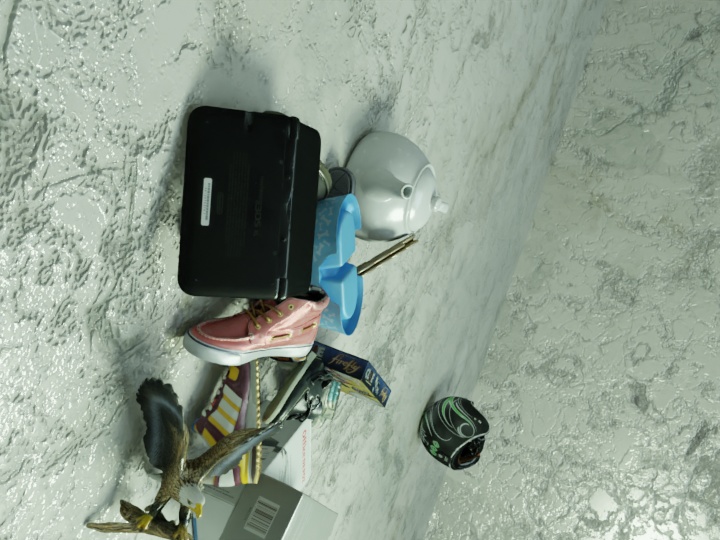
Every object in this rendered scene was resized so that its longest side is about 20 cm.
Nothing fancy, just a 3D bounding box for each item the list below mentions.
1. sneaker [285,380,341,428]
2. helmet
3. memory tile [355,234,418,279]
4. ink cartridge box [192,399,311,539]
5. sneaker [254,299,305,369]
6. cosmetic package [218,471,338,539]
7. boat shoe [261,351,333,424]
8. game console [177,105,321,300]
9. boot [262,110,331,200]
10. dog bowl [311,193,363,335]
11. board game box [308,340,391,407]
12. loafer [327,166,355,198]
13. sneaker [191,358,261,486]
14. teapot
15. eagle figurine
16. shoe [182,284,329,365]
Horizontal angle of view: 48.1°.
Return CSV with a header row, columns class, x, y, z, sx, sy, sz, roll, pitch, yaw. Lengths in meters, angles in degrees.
class,x,y,z,sx,sy,sz,roll,pitch,yaw
sneaker,-0.087,0.204,1.321,0.200,0.086,0.078,122,-14,-68
helmet,0.270,0.465,2.358,0.200,0.191,0.200,-21,136,-21
memory tile,0.000,0.000,1.289,0.017,0.153,0.200,60,35,-1
ink cartridge box,-0.157,0.313,1.196,0.200,0.084,0.145,-47,148,-49
sneaker,-0.107,0.082,1.139,0.200,0.078,0.080,70,36,-63
cosmetic package,-0.107,0.358,1.124,0.107,0.090,0.200,-64,161,-19
boat shoe,-0.081,0.179,1.144,0.075,0.066,0.199,-47,-178,12
game console,-0.119,-0.072,0.914,0.116,0.175,0.201,-169,-97,-70
boot,-0.118,-0.069,0.987,0.182,0.072,0.200,50,52,-52
dog bowl,-0.036,-0.007,1.117,0.111,0.049,0.201,-52,142,-64
board game box,-0.032,0.169,1.338,0.200,0.135,0.035,61,50,-65
loafer,-0.043,-0.054,1.215,0.063,0.072,0.201,17,88,-75
sneaker,-0.176,0.178,1.052,0.075,0.090,0.201,105,-18,-71
teapot,0.064,-0.127,1.325,0.198,0.146,0.200,88,26,-45
eagle figurine,-0.192,0.219,0.916,0.152,0.151,0.200,8,107,-60
shoe,-0.125,0.059,1.004,0.200,0.071,0.091,2,118,-48
